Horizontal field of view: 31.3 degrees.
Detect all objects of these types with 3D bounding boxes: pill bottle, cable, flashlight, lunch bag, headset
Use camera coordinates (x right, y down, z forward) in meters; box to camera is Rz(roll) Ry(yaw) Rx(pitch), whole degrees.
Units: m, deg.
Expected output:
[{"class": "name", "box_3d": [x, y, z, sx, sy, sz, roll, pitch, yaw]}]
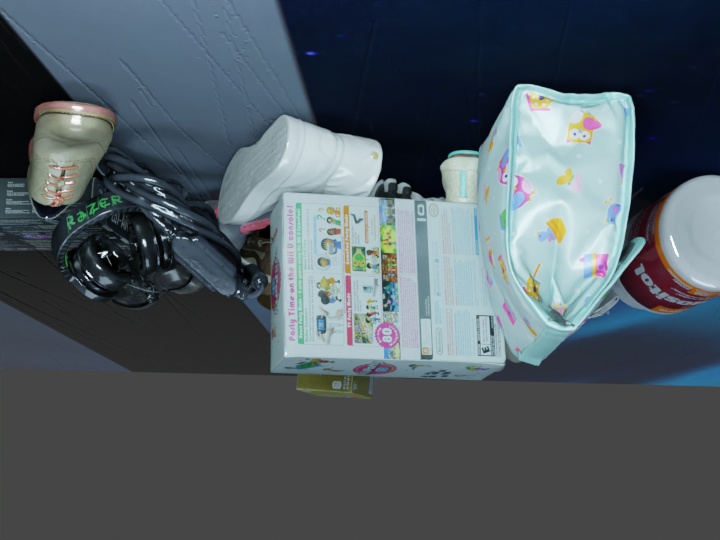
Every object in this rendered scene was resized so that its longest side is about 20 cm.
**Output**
[{"class": "pill bottle", "box_3d": [0.322, -0.018, 1.301, 0.112, 0.114, 0.200, 3, 168, -8]}, {"class": "cable", "box_3d": [-0.168, -0.054, 1.214, 0.200, 0.051, 0.163, 42, -173, -19]}, {"class": "flashlight", "box_3d": [-0.103, -0.051, 1.327, 0.199, 0.069, 0.067, -9, 177, 42]}, {"class": "lunch bag", "box_3d": [0.157, -0.030, 1.055, 0.121, 0.202, 0.170, 2, 167, -3]}, {"class": "headset", "box_3d": [-0.248, -0.025, 1.337, 0.123, 0.094, 0.200, -26, 150, -4]}]

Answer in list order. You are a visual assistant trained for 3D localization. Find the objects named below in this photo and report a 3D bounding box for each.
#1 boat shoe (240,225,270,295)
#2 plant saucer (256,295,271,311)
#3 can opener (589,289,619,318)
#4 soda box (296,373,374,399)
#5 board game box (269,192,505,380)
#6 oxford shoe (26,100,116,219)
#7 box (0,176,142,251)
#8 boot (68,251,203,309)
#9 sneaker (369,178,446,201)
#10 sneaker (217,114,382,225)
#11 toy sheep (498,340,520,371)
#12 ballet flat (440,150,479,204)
[{"class": "boat shoe", "box_3d": [-0.092, -0.027, 1.436, 0.074, 0.076, 0.202, 5, -169, -17]}, {"class": "plant saucer", "box_3d": [-0.026, 0.008, 1.525, 0.198, 0.036, 0.200, -3, -164, 1]}, {"class": "can opener", "box_3d": [0.238, 0.007, 1.436, 0.052, 0.067, 0.200, -29, -166, 5]}, {"class": "soda box", "box_3d": [-0.019, 0.034, 1.389, 0.067, 0.202, 0.064, 1, 169, 23]}, {"class": "board game box", "box_3d": [0.022, 0.015, 1.134, 0.198, 0.149, 0.064, 4, 162, -15]}, {"class": "oxford shoe", "box_3d": [-0.253, -0.094, 1.120, 0.070, 0.076, 0.200, 7, 167, -16]}, {"class": "box", "box_3d": [-0.354, -0.058, 1.390, 0.198, 0.044, 0.160, 0, 168, 10]}, {"class": "boot", "box_3d": [-0.301, -0.014, 1.581, 0.199, 0.070, 0.173, -14, 155, 41]}, {"class": "sneaker", "box_3d": [0.061, -0.037, 1.335, 0.199, 0.076, 0.081, 21, 149, -39]}, {"class": "sneaker", "box_3d": [-0.053, -0.077, 1.176, 0.115, 0.074, 0.200, 11, 165, -24]}, {"class": "toy sheep", "box_3d": [0.111, 0.037, 1.251, 0.198, 0.139, 0.138, -20, 165, 8]}, {"class": "ballet flat", "box_3d": [0.111, -0.061, 1.254, 0.067, 0.063, 0.200, -1, 168, 17]}]
